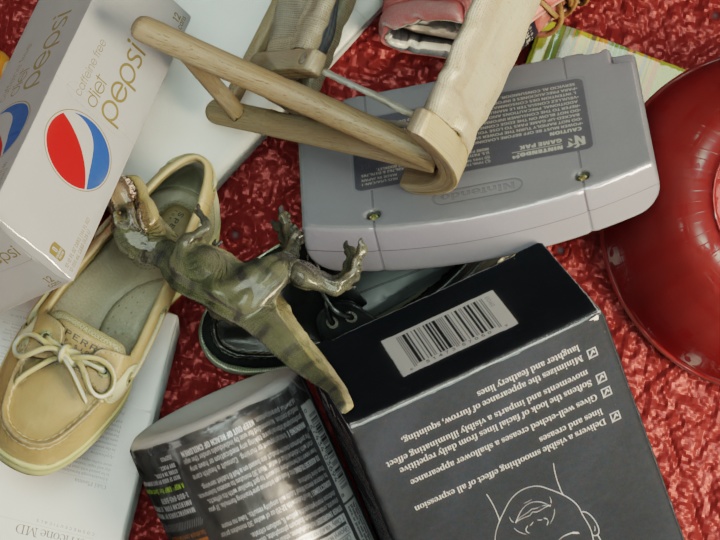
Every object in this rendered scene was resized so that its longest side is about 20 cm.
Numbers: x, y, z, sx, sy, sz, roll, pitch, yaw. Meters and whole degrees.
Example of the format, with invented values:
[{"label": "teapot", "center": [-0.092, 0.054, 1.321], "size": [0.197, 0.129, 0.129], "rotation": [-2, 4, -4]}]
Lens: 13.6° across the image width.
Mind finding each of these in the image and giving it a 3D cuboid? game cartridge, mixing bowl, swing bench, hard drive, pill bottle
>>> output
[{"label": "game cartridge", "center": [0.064, -0.059, 1.688], "size": [0.199, 0.042, 0.134], "rotation": [-10, 44, 6]}, {"label": "mixing bowl", "center": [0.237, -0.033, 1.687], "size": [0.199, 0.108, 0.201], "rotation": [0, 84, 0]}, {"label": "swing bench", "center": [0.017, -0.163, 1.640], "size": [0.199, 0.130, 0.200], "rotation": [20, 78, 27]}, {"label": "hard drive", "center": [-0.099, -0.127, 1.749], "size": [0.132, 0.026, 0.200], "rotation": [42, 82, 5]}, {"label": "pill bottle", "center": [-0.041, 0.164, 1.654], "size": [0.106, 0.106, 0.201], "rotation": [-24, 96, -5]}]

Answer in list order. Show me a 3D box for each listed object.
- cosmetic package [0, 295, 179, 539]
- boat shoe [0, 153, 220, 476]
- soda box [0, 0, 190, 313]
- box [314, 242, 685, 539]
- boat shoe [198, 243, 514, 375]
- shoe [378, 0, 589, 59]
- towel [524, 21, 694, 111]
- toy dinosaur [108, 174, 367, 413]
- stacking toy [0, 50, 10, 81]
[{"label": "cosmetic package", "center": [-0.215, 0.078, 1.699], "size": [0.199, 0.052, 0.151], "rotation": [14, 77, 1]}, {"label": "boat shoe", "center": [-0.140, 0.022, 1.651], "size": [0.073, 0.063, 0.201], "rotation": [32, 63, 10]}, {"label": "soda box", "center": [-0.165, -0.078, 1.641], "size": [0.064, 0.068, 0.201], "rotation": [41, 49, -27]}, {"label": "box", "center": [0.079, 0.114, 1.630], "size": [0.148, 0.107, 0.201], "rotation": [-24, 115, -6]}, {"label": "boat shoe", "center": [0.001, 0.002, 1.710], "size": [0.198, 0.066, 0.075], "rotation": [-17, 82, -4]}, {"label": "shoe", "center": [0.109, -0.164, 1.727], "size": [0.199, 0.072, 0.091], "rotation": [4, 68, 8]}, {"label": "towel", "center": [0.184, -0.073, 1.753], "size": [0.199, 0.018, 0.086], "rotation": [21, 85, 2]}, {"label": "toy dinosaur", "center": [-0.049, 0.005, 1.613], "size": [0.088, 0.048, 0.200], "rotation": [-34, 56, -32]}, {"label": "stacking toy", "center": [-0.245, -0.042, 1.659], "size": [0.109, 0.116, 0.200], "rotation": [27, 65, 9]}]
